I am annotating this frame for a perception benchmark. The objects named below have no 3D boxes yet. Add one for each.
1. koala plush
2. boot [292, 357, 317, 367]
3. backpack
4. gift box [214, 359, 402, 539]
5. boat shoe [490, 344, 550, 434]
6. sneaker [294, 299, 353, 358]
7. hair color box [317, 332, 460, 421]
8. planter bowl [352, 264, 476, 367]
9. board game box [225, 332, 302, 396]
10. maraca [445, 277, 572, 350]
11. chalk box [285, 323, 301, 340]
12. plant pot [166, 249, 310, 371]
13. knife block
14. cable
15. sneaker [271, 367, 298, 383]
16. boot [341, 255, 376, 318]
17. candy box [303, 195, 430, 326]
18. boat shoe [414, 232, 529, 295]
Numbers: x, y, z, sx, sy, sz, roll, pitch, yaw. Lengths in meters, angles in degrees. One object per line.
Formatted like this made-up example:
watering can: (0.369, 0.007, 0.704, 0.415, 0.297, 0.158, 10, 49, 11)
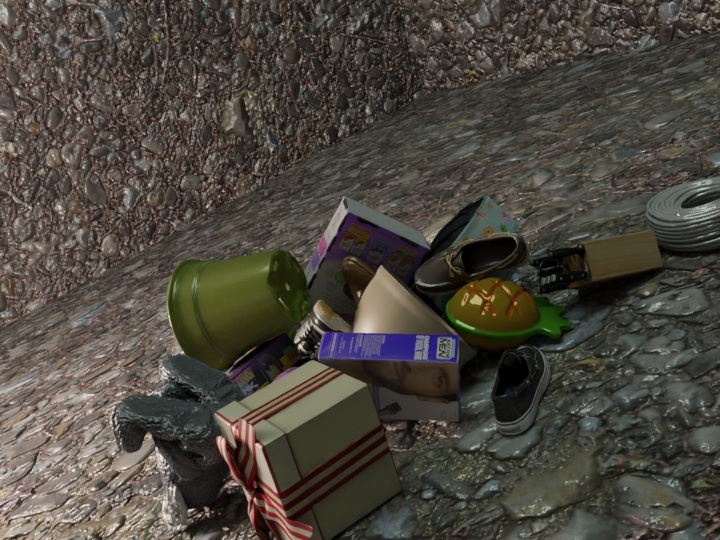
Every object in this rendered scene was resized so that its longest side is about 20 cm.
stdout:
koala plush: (-0.239, 0.262, 1.266, 0.180, 0.204, 0.177, 16, 31, 17)
boot: (-0.063, 0.165, 1.529, 0.198, 0.072, 0.145, -29, 12, -37)
backpack: (0.195, -0.023, 1.552, 0.202, 0.152, 0.176, -58, -7, 32)
gift box: (-0.073, 0.235, 1.128, 0.184, 0.188, 0.199, -27, 14, -24)
boat shoe: (0.216, 0.146, 1.230, 0.069, 0.067, 0.200, -12, 20, 28)
sneaker: (-0.065, 0.106, 1.434, 0.088, 0.075, 0.200, -47, -4, -8)
hair color box: (0.043, 0.150, 1.252, 0.195, 0.111, 0.065, 0, 34, 7)
planter bowl: (0.064, 0.110, 1.366, 0.135, 0.199, 0.200, -49, 17, 3)
board game box: (-0.211, 0.198, 1.519, 0.199, 0.057, 0.165, -40, 5, -29)
maraca: (0.231, 0.070, 1.390, 0.195, 0.109, 0.138, 3, 31, -2)
chalk box: (-0.193, 0.110, 1.748, 0.121, 0.127, 0.201, -17, 19, 16)
plant pot: (-0.190, 0.050, 1.491, 0.187, 0.203, 0.200, -20, 16, 25)
knife block: (0.373, -0.013, 1.406, 0.196, 0.066, 0.175, -16, -7, 19)
cable: (0.586, -0.100, 1.502, 0.196, 0.071, 0.200, -23, 17, -1)
sneaker: (-0.074, 0.192, 1.377, 0.197, 0.073, 0.116, -12, 46, 29)
boot: (0.017, 0.072, 1.475, 0.075, 0.203, 0.073, -37, 14, -29)
candy box: (0.000, 0.000, 1.543, 0.202, 0.165, 0.072, -60, 20, 21)
boat shoe: (0.172, -0.013, 1.423, 0.196, 0.074, 0.059, -16, -18, 19)
